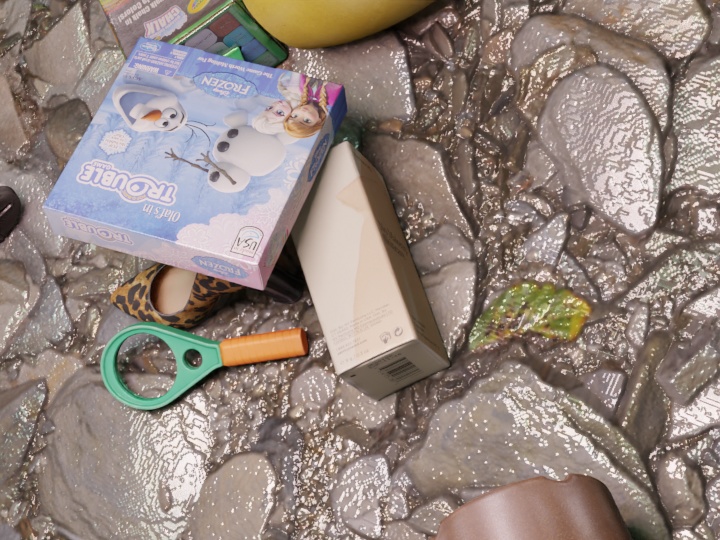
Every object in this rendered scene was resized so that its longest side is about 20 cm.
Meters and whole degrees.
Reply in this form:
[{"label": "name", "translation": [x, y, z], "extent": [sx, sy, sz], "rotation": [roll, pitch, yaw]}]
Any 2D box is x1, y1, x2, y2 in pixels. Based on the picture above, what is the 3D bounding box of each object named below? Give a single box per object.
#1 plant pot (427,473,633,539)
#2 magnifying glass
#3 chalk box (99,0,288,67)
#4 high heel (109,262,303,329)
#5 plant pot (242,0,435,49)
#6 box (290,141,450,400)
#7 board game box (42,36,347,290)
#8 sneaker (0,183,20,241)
[{"label": "plant pot", "translation": [0.146, 0.269, 1.099], "extent": [0.200, 0.200, 0.199], "rotation": [-26, 56, 14]}, {"label": "magnifying glass", "translation": [-0.145, 0.079, 1.374], "extent": [0.199, 0.022, 0.080], "rotation": [-10, 96, 14]}, {"label": "chalk box", "translation": [-0.161, -0.236, 1.447], "extent": [0.124, 0.124, 0.201], "rotation": [-32, 63, 10]}, {"label": "high heel", "translation": [-0.167, 0.002, 1.353], "extent": [0.199, 0.142, 0.072], "rotation": [-6, 72, 23]}, {"label": "plant pot", "translation": [-0.033, -0.286, 1.382], "extent": [0.142, 0.199, 0.201], "rotation": [-41, 59, 30]}, {"label": "box", "translation": [0.000, 0.000, 1.307], "extent": [0.077, 0.095, 0.201], "rotation": [-25, 65, 13]}, {"label": "board game box", "translation": [-0.138, -0.097, 1.287], "extent": [0.199, 0.043, 0.200], "rotation": [14, 60, 15]}, {"label": "sneaker", "translation": [-0.445, -0.056, 1.540], "extent": [0.200, 0.076, 0.116], "rotation": [-33, 64, 14]}]
